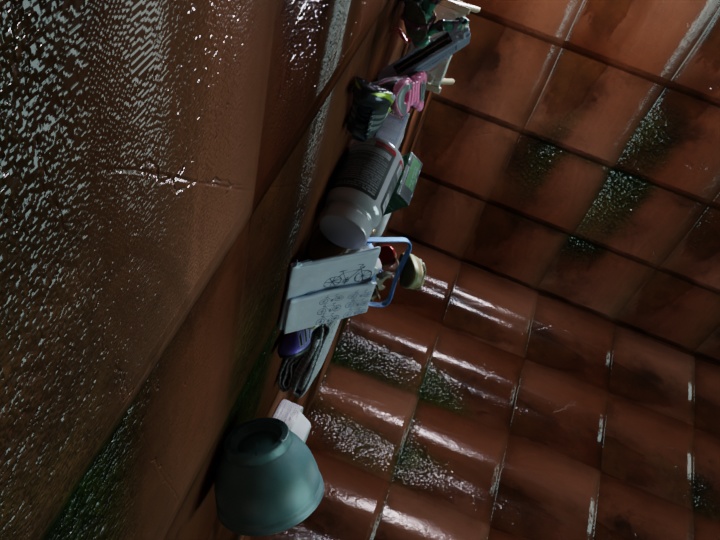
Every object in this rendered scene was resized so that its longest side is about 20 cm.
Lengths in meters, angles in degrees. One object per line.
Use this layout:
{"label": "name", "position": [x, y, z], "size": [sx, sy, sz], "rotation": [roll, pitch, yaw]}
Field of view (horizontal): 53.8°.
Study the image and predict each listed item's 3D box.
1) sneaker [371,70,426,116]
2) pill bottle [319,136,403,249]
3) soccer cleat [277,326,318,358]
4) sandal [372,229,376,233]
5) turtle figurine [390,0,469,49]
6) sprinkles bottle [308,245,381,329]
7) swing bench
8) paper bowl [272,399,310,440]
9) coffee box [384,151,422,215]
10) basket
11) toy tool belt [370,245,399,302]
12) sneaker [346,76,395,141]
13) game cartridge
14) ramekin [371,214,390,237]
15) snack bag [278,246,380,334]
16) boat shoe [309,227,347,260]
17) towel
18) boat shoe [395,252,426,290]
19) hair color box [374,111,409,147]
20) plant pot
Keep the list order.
{"label": "sneaker", "position": [0.068, -0.344, 1.360], "size": [0.200, 0.095, 0.080], "rotation": [-36, 133, -64]}
{"label": "pill bottle", "position": [0.000, -0.148, 1.352], "size": [0.114, 0.113, 0.201], "rotation": [106, 7, -59]}
{"label": "soccer cleat", "position": [-0.126, 0.111, 1.491], "size": [0.200, 0.068, 0.074], "rotation": [-57, 145, -56]}
{"label": "sandal", "position": [-0.041, -0.077, 1.640], "size": [0.077, 0.070, 0.212], "rotation": [-38, -177, -26]}
{"label": "turtle figurine", "position": [0.122, -0.468, 1.282], "size": [0.101, 0.149, 0.200], "rotation": [-48, 161, -19]}
{"label": "sprinkles bottle", "position": [-0.049, 0.032, 1.407], "size": [0.200, 0.068, 0.068], "rotation": [-42, -174, 19]}
{"label": "swing bench", "position": [0.184, -0.553, 1.704], "size": [0.200, 0.129, 0.200], "rotation": [-49, 162, -64]}
{"label": "paper bowl", "position": [-0.208, 0.470, 1.971], "size": [0.201, 0.104, 0.202], "rotation": [23, 90, -87]}
{"label": "coffee box", "position": [0.034, -0.163, 1.494], "size": [0.199, 0.044, 0.124], "rotation": [-20, -140, 43]}
{"label": "basket", "position": [0.000, 0.000, 1.518], "size": [0.139, 0.198, 0.177], "rotation": [-118, -139, -52]}
{"label": "toy tool belt", "position": [0.007, 0.015, 1.674], "size": [0.199, 0.126, 0.123], "rotation": [-30, 158, 8]}
{"label": "sneaker", "position": [0.013, -0.267, 1.209], "size": [0.200, 0.073, 0.081], "rotation": [28, 87, -85]}
{"label": "game cartridge", "position": [0.128, -0.428, 1.436], "size": [0.199, 0.041, 0.133], "rotation": [-29, 180, 10]}
{"label": "ramekin", "position": [0.039, -0.184, 1.880], "size": [0.200, 0.097, 0.202], "rotation": [21, 90, -86]}
{"label": "snack bag", "position": [-0.054, 0.037, 1.327], "size": [0.021, 0.187, 0.201], "rotation": [62, -29, 33]}
{"label": "boat shoe", "position": [-0.051, -0.068, 1.401], "size": [0.071, 0.070, 0.201], "rotation": [106, 6, -49]}
{"label": "towel", "position": [-0.124, 0.183, 1.713], "size": [0.166, 0.085, 0.201], "rotation": [-53, 166, -72]}
{"label": "boat shoe", "position": [0.122, 0.004, 1.584], "size": [0.201, 0.063, 0.074], "rotation": [-131, -123, -82]}
{"label": "hair color box", "position": [0.057, -0.299, 1.769], "size": [0.099, 0.060, 0.201], "rotation": [106, 7, -62]}
{"label": "plant pot", "position": [-0.174, 0.351, 1.272], "size": [0.201, 0.198, 0.135], "rotation": [-61, 145, -64]}
